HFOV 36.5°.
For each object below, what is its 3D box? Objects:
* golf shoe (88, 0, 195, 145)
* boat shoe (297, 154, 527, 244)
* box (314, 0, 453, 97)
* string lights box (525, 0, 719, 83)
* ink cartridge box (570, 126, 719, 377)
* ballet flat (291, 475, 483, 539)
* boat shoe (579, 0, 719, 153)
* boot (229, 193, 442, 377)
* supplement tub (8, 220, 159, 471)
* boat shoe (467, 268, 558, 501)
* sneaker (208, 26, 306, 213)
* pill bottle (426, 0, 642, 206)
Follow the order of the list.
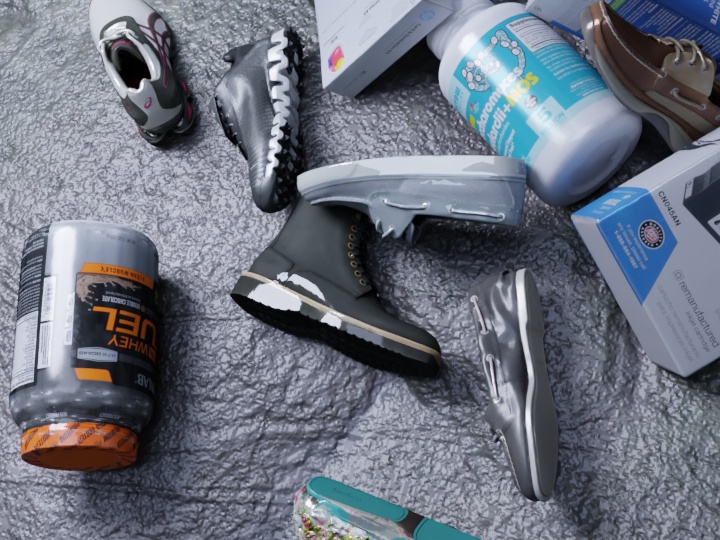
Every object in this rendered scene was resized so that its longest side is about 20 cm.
[{"bbox_3d":[-0.227,-0.223,1.091,0.077,0.088,0.200,-31,64,1],"label":"golf shoe"},{"bbox_3d":[0.041,-0.058,0.927,0.200,0.070,0.072,-1,89,17],"label":"boat shoe"},{"bbox_3d":[0.012,-0.291,1.038,0.156,0.041,0.200,-34,54,45],"label":"box"},{"bbox_3d":[0.253,-0.218,0.923,0.200,0.103,0.059,24,73,-10],"label":"string lights box"},{"bbox_3d":[0.294,-0.031,0.863,0.200,0.084,0.145,-31,95,-1],"label":"ink cartridge box"},{"bbox_3d":[0.034,0.225,0.868,0.200,0.076,0.064,19,105,24],"label":"ballet flat"},{"bbox_3d":[0.254,-0.161,0.896,0.072,0.200,0.076,-33,43,31],"label":"boat shoe"},{"bbox_3d":[0.000,0.000,0.957,0.200,0.077,0.138,22,70,19],"label":"boot"},{"bbox_3d":[-0.240,0.067,0.956,0.122,0.123,0.200,-7,68,10],"label":"supplement tub"},{"bbox_3d":[0.123,0.094,0.897,0.057,0.067,0.200,-14,60,25],"label":"boat shoe"},{"bbox_3d":[-0.101,-0.140,1.041,0.090,0.066,0.200,-6,63,14],"label":"sneaker"},{"bbox_3d":[0.144,-0.159,0.965,0.111,0.111,0.200,-37,65,-4],"label":"pill bottle"}]
